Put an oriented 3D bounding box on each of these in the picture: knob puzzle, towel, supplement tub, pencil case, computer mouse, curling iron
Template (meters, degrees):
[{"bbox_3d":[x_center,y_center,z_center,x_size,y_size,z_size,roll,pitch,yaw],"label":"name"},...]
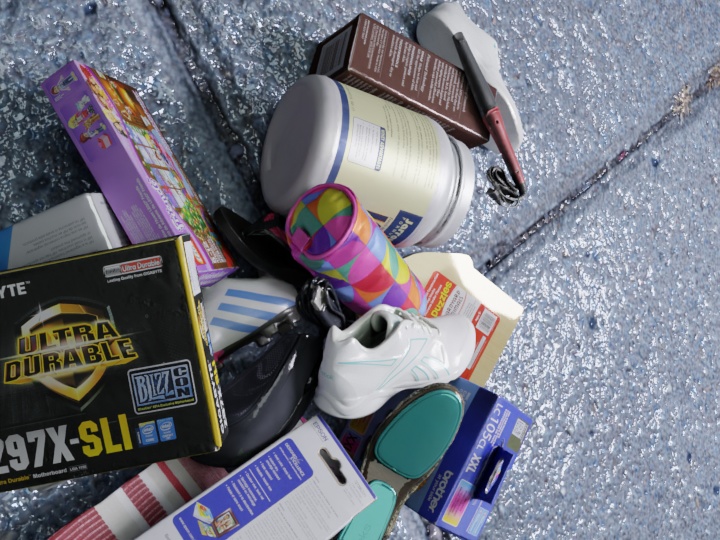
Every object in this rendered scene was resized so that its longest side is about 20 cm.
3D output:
[{"bbox_3d":[0.072,0.068,0.955,0.215,0.030,0.226,-1,93,-22],"label":"knob puzzle"},{"bbox_3d":[-0.167,0.245,0.706,0.144,0.023,0.199,48,38,9],"label":"towel"},{"bbox_3d":[0.008,-0.107,0.873,0.197,0.144,0.149,14,77,-30],"label":"supplement tub"},{"bbox_3d":[0.000,0.000,0.819,0.200,0.087,0.090,51,57,-50],"label":"pencil case"},{"bbox_3d":[-0.073,0.110,0.759,0.200,0.053,0.139,-45,150,-11],"label":"computer mouse"},{"bbox_3d":[0.141,-0.167,0.918,0.049,0.025,0.204,-18,92,-36],"label":"curling iron"}]

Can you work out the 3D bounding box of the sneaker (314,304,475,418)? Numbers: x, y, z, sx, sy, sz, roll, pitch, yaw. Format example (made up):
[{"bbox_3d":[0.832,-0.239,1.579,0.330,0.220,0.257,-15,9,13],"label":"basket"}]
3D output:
[{"bbox_3d":[0.043,0.071,0.788,0.198,0.070,0.082,-18,122,-39],"label":"sneaker"}]

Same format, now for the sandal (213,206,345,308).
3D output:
[{"bbox_3d":[-0.071,-0.022,0.833,0.045,0.076,0.199,-44,138,14],"label":"sandal"}]

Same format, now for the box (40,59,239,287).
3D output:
[{"bbox_3d":[-0.187,-0.077,0.731,0.039,0.137,0.202,-31,89,7],"label":"box"}]

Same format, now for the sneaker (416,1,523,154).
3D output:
[{"bbox_3d":[0.154,-0.246,1.034,0.088,0.075,0.202,-44,107,-41],"label":"sneaker"}]

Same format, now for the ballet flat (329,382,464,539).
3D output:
[{"bbox_3d":[0.025,0.188,0.776,0.067,0.075,0.202,32,86,-8],"label":"ballet flat"}]

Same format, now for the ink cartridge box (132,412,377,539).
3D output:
[{"bbox_3d":[-0.088,0.216,0.707,0.198,0.037,0.095,-31,75,-28],"label":"ink cartridge box"}]

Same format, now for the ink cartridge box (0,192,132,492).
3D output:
[{"bbox_3d":[-0.237,0.056,0.692,0.142,0.084,0.204,-22,94,2],"label":"ink cartridge box"}]

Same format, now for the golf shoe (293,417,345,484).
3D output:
[{"bbox_3d":[-0.046,0.203,0.834,0.201,0.092,0.073,49,65,-16],"label":"golf shoe"}]

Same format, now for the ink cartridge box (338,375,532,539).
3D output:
[{"bbox_3d":[0.080,0.175,0.834,0.076,0.198,0.138,35,79,-41],"label":"ink cartridge box"}]

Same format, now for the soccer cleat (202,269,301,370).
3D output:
[{"bbox_3d":[-0.150,0.054,0.808,0.198,0.070,0.087,-27,79,-32],"label":"soccer cleat"}]

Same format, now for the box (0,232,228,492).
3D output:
[{"bbox_3d":[-0.211,0.070,0.627,0.195,0.049,0.164,-10,96,1],"label":"box"}]

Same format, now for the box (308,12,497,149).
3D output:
[{"bbox_3d":[0.049,-0.202,0.938,0.197,0.099,0.077,23,72,-29],"label":"box"}]
